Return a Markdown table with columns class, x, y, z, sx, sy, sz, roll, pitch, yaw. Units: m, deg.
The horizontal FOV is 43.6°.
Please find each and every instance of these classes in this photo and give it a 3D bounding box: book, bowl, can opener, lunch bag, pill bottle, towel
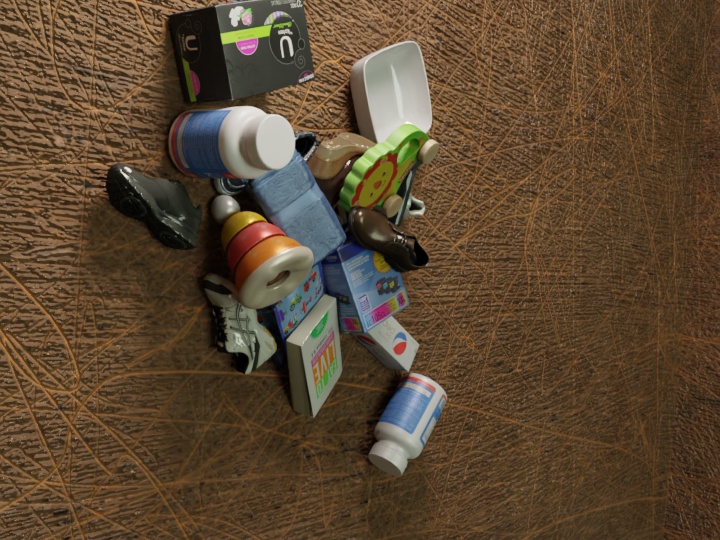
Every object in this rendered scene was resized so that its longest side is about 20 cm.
| class | x | y | z | sx | sy | sz | roll | pitch | yaw |
| --- | --- | --- | --- | --- | --- | --- | --- | --- | --- |
| book | -0.084 | 0.161 | 1.698 | 0.134 | 0.048 | 0.201 | -52 | 150 | -38 |
| bowl | 0.054 | -0.348 | 1.819 | 0.199 | 0.074 | 0.202 | -32 | 117 | -42 |
| can opener | 0.083 | -0.177 | 1.795 | 0.063 | 0.078 | 0.202 | -177 | -81 | -86 |
| lunch bag | -0.122 | 0.078 | 1.669 | 0.151 | 0.093 | 0.201 | -54 | 140 | -33 |
| pill bottle | 0.096 | 0.330 | 1.924 | 0.201 | 0.112 | 0.113 | -57 | 133 | -27 |
| towel | -0.112 | -0.107 | 1.561 | 0.111 | 0.048 | 0.201 | -35 | 113 | -11 |
| pill bottle | -0.203 | -0.202 | 1.430 | 0.112 | 0.199 | 0.113 | -8 | 101 | -48 |

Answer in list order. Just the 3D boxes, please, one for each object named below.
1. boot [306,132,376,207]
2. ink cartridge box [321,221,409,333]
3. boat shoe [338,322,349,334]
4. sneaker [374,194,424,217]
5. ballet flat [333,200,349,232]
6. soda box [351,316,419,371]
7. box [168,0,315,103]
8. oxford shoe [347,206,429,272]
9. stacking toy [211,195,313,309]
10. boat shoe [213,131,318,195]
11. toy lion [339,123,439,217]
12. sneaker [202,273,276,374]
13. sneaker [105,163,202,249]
| class | x | y | z | sx | sy | sz | roll | pitch | yaw |
| --- | --- | --- | --- | --- | --- | --- | --- | --- | --- |
| boot | -0.047 | -0.165 | 1.667 | 0.199 | 0.072 | 0.167 | -17 | 135 | -55 |
| ink cartridge box | 0.000 | 0.000 | 1.709 | 0.136 | 0.076 | 0.202 | -30 | 107 | -38 |
| boat shoe | -0.022 | 0.025 | 1.787 | 0.066 | 0.074 | 0.202 | 32 | 64 | -39 |
| sneaker | 0.058 | -0.153 | 1.844 | 0.199 | 0.080 | 0.071 | 14 | 86 | -48 |
| ballet flat | -0.039 | -0.146 | 1.738 | 0.064 | 0.067 | 0.202 | -35 | 121 | -50 |
| soda box | 0.042 | 0.132 | 1.873 | 0.200 | 0.063 | 0.069 | 47 | 61 | -42 |
| box | -0.193 | -0.368 | 1.492 | 0.199 | 0.124 | 0.150 | -27 | 114 | -46 |
| oxford shoe | 0.057 | -0.062 | 1.655 | 0.199 | 0.084 | 0.073 | 31 | 68 | -39 |
| stacking toy | -0.185 | -0.050 | 1.517 | 0.145 | 0.201 | 0.146 | -32 | 159 | -14 |
| boat shoe | -0.163 | -0.195 | 1.572 | 0.200 | 0.090 | 0.071 | -42 | 124 | -38 |
| toy lion | 0.044 | -0.185 | 1.665 | 0.201 | 0.069 | 0.191 | -55 | 158 | 8 |
| sneaker | -0.221 | 0.097 | 1.555 | 0.088 | 0.075 | 0.201 | -46 | 122 | -24 |
| sneaker | -0.323 | -0.115 | 1.424 | 0.200 | 0.075 | 0.091 | 49 | 49 | -48 |
